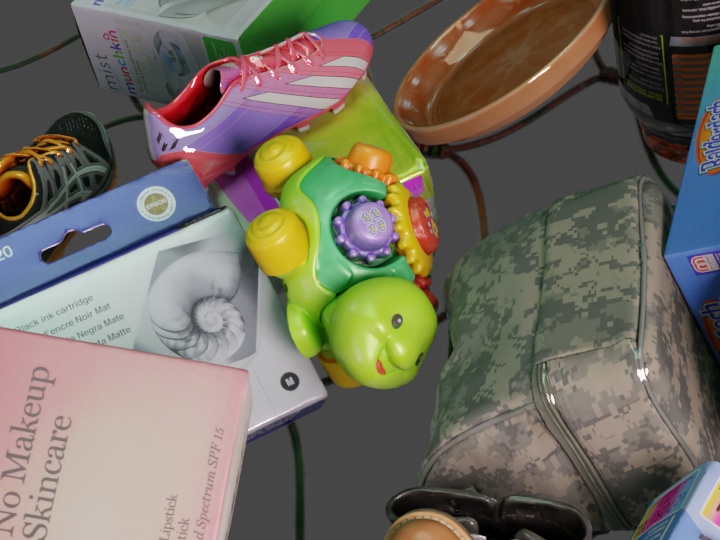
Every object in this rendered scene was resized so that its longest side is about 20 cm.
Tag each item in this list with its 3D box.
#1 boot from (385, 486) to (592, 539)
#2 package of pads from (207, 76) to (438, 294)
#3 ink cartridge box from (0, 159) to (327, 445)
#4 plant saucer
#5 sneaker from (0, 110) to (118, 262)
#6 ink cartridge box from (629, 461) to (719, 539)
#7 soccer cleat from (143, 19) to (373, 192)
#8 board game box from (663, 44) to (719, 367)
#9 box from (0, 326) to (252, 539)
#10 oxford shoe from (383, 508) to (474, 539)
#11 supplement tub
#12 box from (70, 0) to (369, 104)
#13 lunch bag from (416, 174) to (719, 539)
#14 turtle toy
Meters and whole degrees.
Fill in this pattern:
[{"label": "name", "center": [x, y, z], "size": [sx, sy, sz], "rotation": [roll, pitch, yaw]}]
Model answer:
[{"label": "boot", "center": [0.030, 0.163, 0.863], "size": [0.198, 0.131, 0.068], "rotation": [-1, 40, 16]}, {"label": "package of pads", "center": [-0.042, -0.081, 1.204], "size": [0.154, 0.068, 0.200], "rotation": [-24, 42, -9]}, {"label": "ink cartridge box", "center": [-0.151, 0.039, 1.036], "size": [0.199, 0.041, 0.201], "rotation": [-26, 76, -19]}, {"label": "plant saucer", "center": [0.114, -0.164, 1.227], "size": [0.200, 0.032, 0.201], "rotation": [-32, 26, 18]}, {"label": "sneaker", "center": [-0.246, -0.065, 1.244], "size": [0.078, 0.078, 0.201], "rotation": [-2, 41, 17]}, {"label": "ink cartridge box", "center": [0.165, 0.213, 0.770], "size": [0.136, 0.076, 0.200], "rotation": [36, 57, 4]}, {"label": "soccer cleat", "center": [-0.070, -0.133, 1.162], "size": [0.200, 0.077, 0.067], "rotation": [-37, 45, -21]}, {"label": "board game box", "center": [0.248, -0.025, 0.989], "size": [0.045, 0.152, 0.201], "rotation": [-11, 37, 32]}, {"label": "box", "center": [-0.169, 0.111, 0.925], "size": [0.198, 0.109, 0.129], "rotation": [10, 73, -1]}, {"label": "oxford shoe", "center": [0.037, 0.214, 0.769], "size": [0.071, 0.071, 0.202], "rotation": [-10, 78, 19]}, {"label": "supplement tub", "center": [0.237, -0.181, 1.130], "size": [0.122, 0.201, 0.123], "rotation": [-8, 41, 7]}, {"label": "box", "center": [-0.112, -0.231, 1.374], "size": [0.176, 0.097, 0.200], "rotation": [16, 51, 28]}, {"label": "lunch bag", "center": [0.119, 0.057, 0.951], "size": [0.167, 0.140, 0.201], "rotation": [-18, 35, 24]}, {"label": "turtle toy", "center": [0.000, 0.000, 1.032], "size": [0.100, 0.146, 0.201], "rotation": [-19, 38, 16]}]
